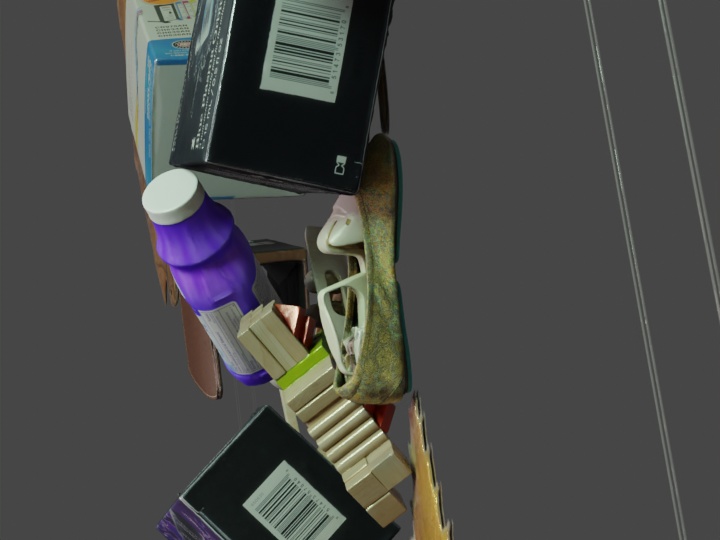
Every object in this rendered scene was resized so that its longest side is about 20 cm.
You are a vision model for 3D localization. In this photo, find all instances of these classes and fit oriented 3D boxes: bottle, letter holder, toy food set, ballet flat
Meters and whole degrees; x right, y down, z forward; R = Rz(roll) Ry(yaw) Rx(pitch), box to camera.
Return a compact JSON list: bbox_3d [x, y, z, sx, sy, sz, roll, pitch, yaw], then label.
[{"bbox_3d":[-0.112,0.004,1.451,0.084,0.065,0.200,-112,-4,-46],"label":"bottle"},{"bbox_3d":[-0.114,0.047,1.780,0.200,0.101,0.142,-166,70,-77],"label":"letter holder"},{"bbox_3d":[-0.039,0.081,1.541,0.200,0.060,0.144,101,161,-48],"label":"toy food set"},{"bbox_3d":[0.000,0.000,1.336,0.071,0.071,0.200,-172,79,-77],"label":"ballet flat"}]

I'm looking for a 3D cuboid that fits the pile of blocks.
[{"bbox_3d":[-0.014,0.097,1.393,0.200,0.062,0.082,54,-172,12],"label":"pile of blocks"}]

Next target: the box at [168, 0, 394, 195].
[{"bbox_3d":[-0.059,-0.162,1.354,0.200,0.117,0.197,-169,90,-77],"label":"box"}]

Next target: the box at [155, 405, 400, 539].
[{"bbox_3d":[-0.071,0.208,1.476,0.148,0.104,0.200,42,161,3],"label":"box"}]

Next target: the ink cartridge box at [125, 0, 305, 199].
[{"bbox_3d":[-0.136,-0.173,1.702,0.200,0.147,0.145,-116,25,-58],"label":"ink cartridge box"}]
